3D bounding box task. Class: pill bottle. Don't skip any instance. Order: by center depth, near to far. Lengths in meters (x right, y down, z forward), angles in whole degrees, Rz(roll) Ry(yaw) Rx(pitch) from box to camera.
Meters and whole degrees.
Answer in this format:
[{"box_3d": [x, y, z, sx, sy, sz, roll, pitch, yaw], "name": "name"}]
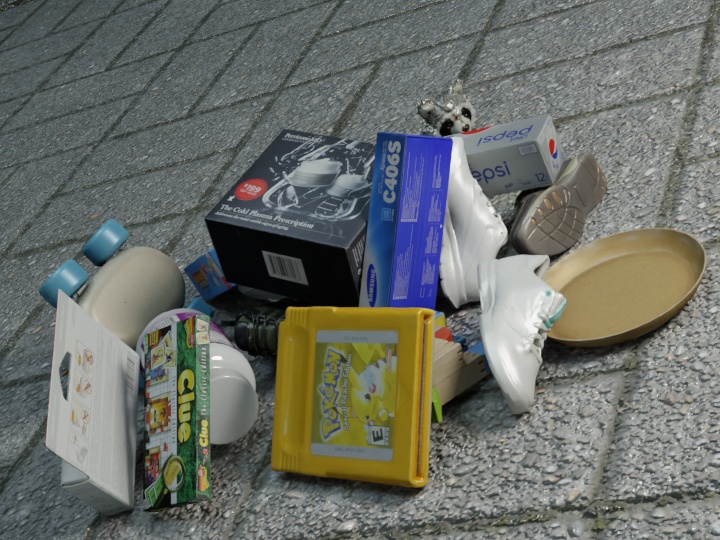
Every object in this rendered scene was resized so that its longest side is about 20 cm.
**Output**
[{"box_3d": [-0.186, 0.125, 1.699, 0.112, 0.112, 0.200, -31, 27, -10], "name": "pill bottle"}]

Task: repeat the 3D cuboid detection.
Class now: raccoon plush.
[{"box_3d": [0.088, -0.190, 1.997, 0.200, 0.134, 0.097, 4, 41, 46], "name": "raccoon plush"}]

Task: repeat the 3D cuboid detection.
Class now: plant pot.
[{"box_3d": [0.274, 0.022, 1.564, 0.200, 0.027, 0.200, -20, 26, 11], "name": "plant pot"}]

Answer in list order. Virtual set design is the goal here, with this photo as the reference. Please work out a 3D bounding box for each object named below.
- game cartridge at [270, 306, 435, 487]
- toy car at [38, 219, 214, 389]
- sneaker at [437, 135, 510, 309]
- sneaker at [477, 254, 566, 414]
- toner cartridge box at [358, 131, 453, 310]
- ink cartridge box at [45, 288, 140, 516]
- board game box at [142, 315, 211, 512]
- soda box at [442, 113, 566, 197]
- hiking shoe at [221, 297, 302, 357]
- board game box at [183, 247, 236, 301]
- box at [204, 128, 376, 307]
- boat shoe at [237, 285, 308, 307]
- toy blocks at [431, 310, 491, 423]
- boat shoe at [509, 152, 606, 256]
[{"box_3d": [-0.011, 0.125, 1.498, 0.200, 0.176, 0.032, -1, -6, 41], "name": "game cartridge"}, {"box_3d": [-0.330, 0.072, 1.918, 0.200, 0.184, 0.177, -41, 8, 48], "name": "toy car"}, {"box_3d": [0.127, -0.058, 1.699, 0.087, 0.200, 0.075, -8, -1, 7], "name": "sneaker"}, {"box_3d": [0.172, 0.055, 1.510, 0.088, 0.075, 0.200, -15, 46, 13], "name": "sneaker"}, {"box_3d": [0.051, -0.052, 1.634, 0.043, 0.200, 0.095, 11, 7, 37], "name": "toner cartridge box"}, {"box_3d": [-0.308, 0.147, 1.623, 0.044, 0.174, 0.200, -16, 54, 19], "name": "ink cartridge box"}, {"box_3d": [-0.200, 0.156, 1.591, 0.105, 0.023, 0.200, -20, 65, 43], "name": "board game box"}, {"box_3d": [0.139, -0.128, 1.759, 0.200, 0.063, 0.068, -10, 29, 30], "name": "soda box"}, {"box_3d": [-0.093, 0.081, 1.710, 0.101, 0.076, 0.200, -11, 10, -22], "name": "hiking shoe"}, {"box_3d": [-0.124, -0.043, 1.931, 0.196, 0.056, 0.200, -35, 4, -17], "name": "board game box"}, {"box_3d": [-0.045, -0.062, 1.717, 0.200, 0.104, 0.182, 12, 46, 29], "name": "box"}, {"box_3d": [-0.088, 0.020, 1.843, 0.072, 0.069, 0.200, -33, 9, -34], "name": "boat shoe"}, {"box_3d": [0.057, 0.094, 1.577, 0.137, 0.100, 0.200, -30, 25, -34], "name": "toy blocks"}, {"box_3d": [0.224, -0.070, 1.742, 0.073, 0.075, 0.200, -16, 17, 42], "name": "boat shoe"}]
